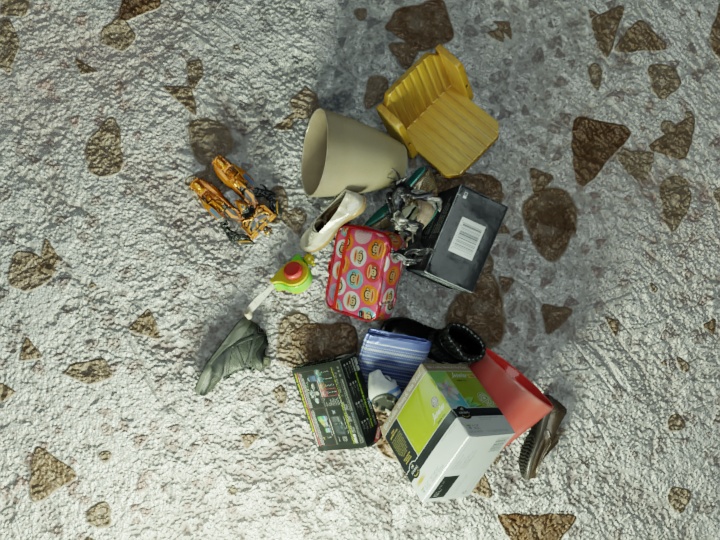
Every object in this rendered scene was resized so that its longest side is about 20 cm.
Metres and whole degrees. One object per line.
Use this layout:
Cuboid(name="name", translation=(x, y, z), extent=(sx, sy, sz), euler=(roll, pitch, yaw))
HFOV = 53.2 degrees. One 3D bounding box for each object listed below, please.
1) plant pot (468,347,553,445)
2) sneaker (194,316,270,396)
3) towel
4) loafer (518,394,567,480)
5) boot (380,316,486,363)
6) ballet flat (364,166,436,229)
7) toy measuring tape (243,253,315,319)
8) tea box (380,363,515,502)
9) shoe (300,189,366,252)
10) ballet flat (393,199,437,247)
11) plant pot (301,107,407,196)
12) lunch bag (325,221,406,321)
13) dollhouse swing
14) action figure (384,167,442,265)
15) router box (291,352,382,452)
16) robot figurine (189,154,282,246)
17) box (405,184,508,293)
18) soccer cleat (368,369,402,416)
Cuboid(name="plant pot", translation=(0.290, 0.297, 1.578), extent=(0.200, 0.200, 0.177), euler=(38, 97, -5))
Cuboid(name="sneaker", translation=(-0.271, 0.209, 1.570), extent=(0.114, 0.076, 0.200), euler=(38, 82, 2))
Cuboid(name="towel", translation=(0.062, 0.206, 1.571), extent=(0.144, 0.024, 0.200), euler=(11, 133, -6))
Cuboid(name="loafer", translation=(0.422, 0.388, 1.641), extent=(0.071, 0.073, 0.200), euler=(21, 89, -4))
Cuboid(name="boot", translation=(0.156, 0.148, 1.566), extent=(0.211, 0.158, 0.080), euler=(17, 77, -7))
Cuboid(name="ballet flat", translation=(0.096, -0.143, 1.610), extent=(0.200, 0.071, 0.065), euler=(-44, 111, 0))
Cuboid(name="toy measuring tape", translation=(-0.165, 0.041, 1.570), extent=(0.074, 0.074, 0.200), euler=(44, 74, -4))
Cuboid(name="tea box", translation=(0.171, 0.325, 1.460), extent=(0.133, 0.197, 0.200), euler=(5, 126, -36))
Cuboid(name="shoe", translation=(-0.071, -0.109, 1.552), extent=(0.053, 0.070, 0.200), euler=(24, 131, -38))
Cuboid(name="ballet flat", translation=(0.090, -0.081, 1.582), extent=(0.067, 0.068, 0.200), euler=(18, 111, -36))
Cuboid(name="plant pot", translation=(-0.007, -0.240, 1.554), extent=(0.199, 0.187, 0.188), euler=(5, 90, -21))
Cuboid(name="lunch bag", translation=(0.000, 0.000, 1.563), extent=(0.176, 0.082, 0.201), euler=(16, 100, 36))
Cuboid(name="dollhouse swing", translation=(0.180, -0.335, 1.556), extent=(0.200, 0.182, 0.176), euler=(-44, 57, -4))
Cuboid(name="action figure", translation=(0.105, -0.114, 1.481), extent=(0.102, 0.119, 0.200), euler=(2, 66, -22))
Cuboid(name="router box", translation=(-0.052, 0.287, 1.558), extent=(0.150, 0.062, 0.200), euler=(-16, 93, 39))
Cuboid(name="robot figurine", translation=(-0.270, -0.149, 1.574), extent=(0.200, 0.058, 0.145), euler=(43, 88, -4))
Cuboid(name="box", translation=(0.203, -0.066, 1.550), extent=(0.117, 0.200, 0.197), euler=(24, 89, -8))
Cuboid(name="soccer cleat", translation=(0.076, 0.279, 1.577), extent=(0.070, 0.200, 0.086), euler=(-23, 53, 15))
